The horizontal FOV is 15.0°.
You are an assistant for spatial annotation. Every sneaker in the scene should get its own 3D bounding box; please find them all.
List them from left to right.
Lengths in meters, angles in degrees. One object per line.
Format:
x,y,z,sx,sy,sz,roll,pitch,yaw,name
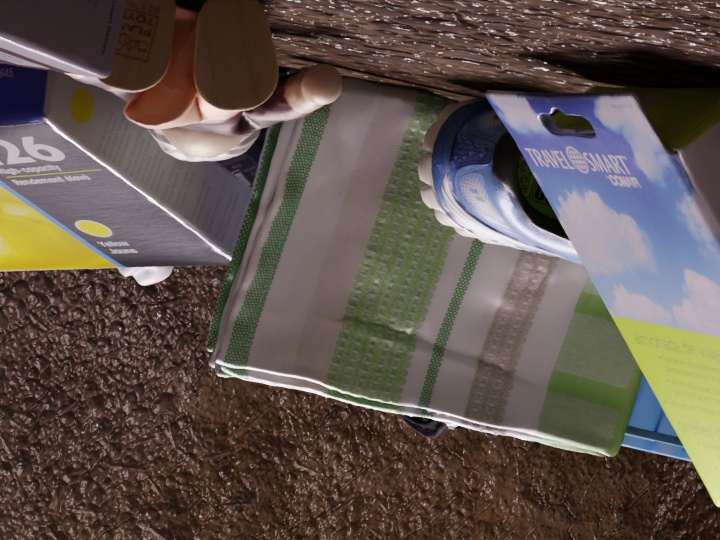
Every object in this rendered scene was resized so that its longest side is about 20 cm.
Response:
0.127,-0.022,1.170,0.199,0.079,0.089,12,180,-21,sneaker

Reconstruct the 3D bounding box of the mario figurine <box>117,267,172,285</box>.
-0.157,-0.056,1.424,0.123,0.106,0.200,12,180,32,mario figurine

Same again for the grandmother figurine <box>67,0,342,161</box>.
-0.069,-0.075,1.091,0.121,0.061,0.200,20,176,3,grandmother figurine

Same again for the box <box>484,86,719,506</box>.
0.135,0.006,1.031,0.048,0.200,0.122,-36,-163,-18,box

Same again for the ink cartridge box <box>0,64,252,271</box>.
-0.179,-0.058,1.237,0.197,0.047,0.200,0,157,38,ink cartridge box

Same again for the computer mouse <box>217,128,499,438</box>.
0.000,0.000,1.352,0.200,0.046,0.140,48,165,-4,computer mouse

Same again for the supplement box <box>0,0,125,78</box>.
-0.175,-0.104,0.774,0.199,0.061,0.109,9,177,24,supplement box

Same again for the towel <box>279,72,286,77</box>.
-0.040,-0.077,1.316,0.199,0.024,0.145,10,179,19,towel

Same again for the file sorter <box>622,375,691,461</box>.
0.119,0.013,1.378,0.122,0.139,0.200,14,177,-13,file sorter

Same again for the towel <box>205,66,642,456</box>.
0.043,0.001,1.226,0.199,0.150,0.031,14,-161,-11,towel
